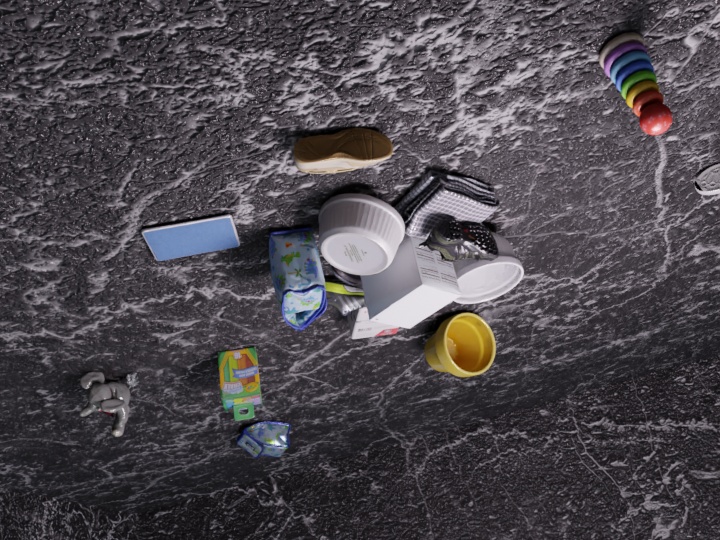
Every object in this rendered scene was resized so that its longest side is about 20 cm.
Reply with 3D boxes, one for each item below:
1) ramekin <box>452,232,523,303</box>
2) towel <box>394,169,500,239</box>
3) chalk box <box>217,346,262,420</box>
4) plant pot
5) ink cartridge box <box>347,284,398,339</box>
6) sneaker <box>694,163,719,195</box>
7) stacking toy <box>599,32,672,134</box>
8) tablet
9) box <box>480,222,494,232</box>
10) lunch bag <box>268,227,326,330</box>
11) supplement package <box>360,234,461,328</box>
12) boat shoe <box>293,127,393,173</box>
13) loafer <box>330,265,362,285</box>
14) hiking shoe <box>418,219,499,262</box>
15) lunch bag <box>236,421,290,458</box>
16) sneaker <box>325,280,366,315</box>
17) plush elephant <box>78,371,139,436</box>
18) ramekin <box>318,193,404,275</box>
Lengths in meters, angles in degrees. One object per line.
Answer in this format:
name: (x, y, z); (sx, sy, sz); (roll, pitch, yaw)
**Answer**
ramekin: (0.305, -0.010, 1.720); (0.197, 0.106, 0.201); (-11, 151, -6)
towel: (0.199, -0.140, 1.556); (0.198, 0.087, 0.165); (9, 144, -34)
chalk box: (-0.372, 0.360, 2.101); (0.123, 0.203, 0.125); (-8, 152, -9)
plant pot: (0.311, 0.256, 2.221); (0.198, 0.204, 0.189); (3, 163, -26)
ink cartridge box: (0.047, 0.112, 1.949); (0.144, 0.084, 0.201); (-6, 151, -13)
sneaker: (0.957, -0.219, 1.726); (0.198, 0.081, 0.147); (-26, 145, 13)
stacking toy: (0.504, -0.328, 1.219); (0.084, 0.203, 0.086); (-9, 153, -5)
tablet: (-0.377, -0.074, 1.516); (0.197, 0.014, 0.131); (-11, 151, -5)
box: (0.267, -0.050, 1.789); (0.198, 0.048, 0.192); (-29, 150, 25)
lunch bag: (-0.151, 0.025, 1.605); (0.125, 0.172, 0.201); (-6, 150, -15)
supplement package: (0.114, 0.004, 1.658); (0.146, 0.203, 0.191); (14, 143, -40)
boat shoe: (-0.036, -0.229, 1.325); (0.196, 0.075, 0.069); (-5, 163, -12)
loafer: (0.000, 0.000, 1.762); (0.063, 0.072, 0.199); (-47, 147, 18)
hiking shoe: (0.232, -0.060, 1.569); (0.198, 0.077, 0.100); (17, 147, -31)
lunch bag: (-0.403, 0.697, 2.791); (0.197, 0.129, 0.170); (12, 148, -16)
sneaker: (-0.020, 0.085, 1.812); (0.197, 0.082, 0.074); (11, 177, 6)
plush elephant: (-0.778, 0.394, 2.048); (0.201, 0.165, 0.154); (-53, 154, 11)
ramekin: (-0.004, -0.072, 1.515); (0.199, 0.095, 0.204); (9, 147, 6)
